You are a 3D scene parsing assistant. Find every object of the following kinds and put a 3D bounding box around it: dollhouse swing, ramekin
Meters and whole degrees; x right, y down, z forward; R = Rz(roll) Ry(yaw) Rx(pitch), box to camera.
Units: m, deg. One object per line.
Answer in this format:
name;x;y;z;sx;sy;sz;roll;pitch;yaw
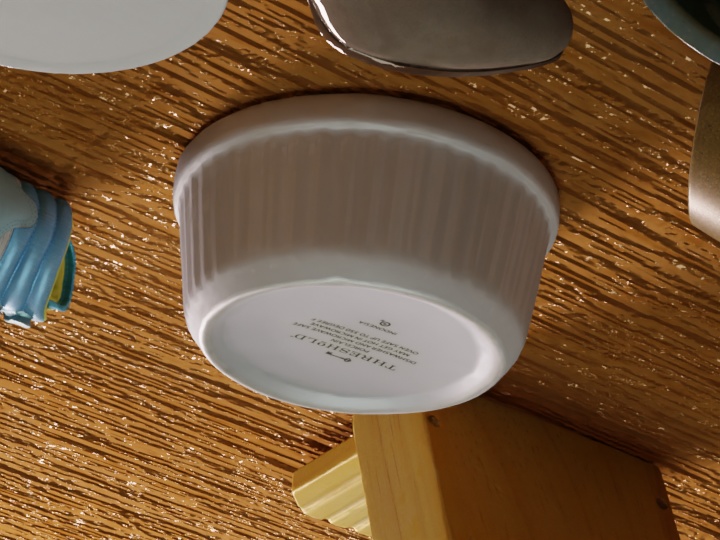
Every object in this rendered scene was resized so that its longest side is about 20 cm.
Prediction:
dollhouse swing;0.070;0.181;1.443;0.200;0.182;0.176;22;128;-31
ramekin;0.000;0.000;1.168;0.201;0.095;0.203;4;153;2

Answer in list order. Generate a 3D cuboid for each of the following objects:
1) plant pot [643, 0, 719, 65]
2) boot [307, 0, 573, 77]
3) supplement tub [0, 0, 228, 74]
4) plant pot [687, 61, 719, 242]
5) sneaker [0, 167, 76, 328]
plant pot;0.214;-0.120;0.811;0.200;0.201;0.196;-9;158;27
boot;0.012;-0.150;0.904;0.199;0.070;0.146;12;150;-13
supplement tub;-0.090;-0.178;0.721;0.144;0.201;0.145;4;153;2
plant pot;0.246;-0.044;0.973;0.199;0.187;0.187;11;155;16
sneaker;-0.231;0.002;1.232;0.130;0.080;0.200;27;147;-33
